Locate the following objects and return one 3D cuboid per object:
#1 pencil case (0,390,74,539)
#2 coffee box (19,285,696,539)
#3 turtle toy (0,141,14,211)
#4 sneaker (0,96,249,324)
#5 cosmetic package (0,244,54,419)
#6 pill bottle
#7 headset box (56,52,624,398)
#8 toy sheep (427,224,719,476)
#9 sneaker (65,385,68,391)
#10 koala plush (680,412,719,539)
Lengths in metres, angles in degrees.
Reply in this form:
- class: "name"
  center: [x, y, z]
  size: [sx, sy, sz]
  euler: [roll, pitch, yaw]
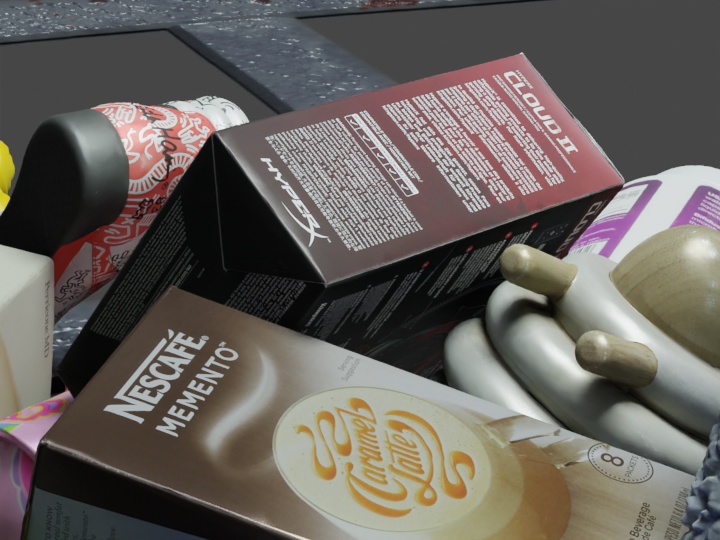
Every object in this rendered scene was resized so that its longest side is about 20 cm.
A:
- class: "pencil case"
  center: [-0.077, 0.076, 0.910]
  size: [0.087, 0.088, 0.200]
  euler: [22, 29, 33]
- class: "coffee box"
  center: [0.000, 0.094, 0.707]
  size: [0.199, 0.080, 0.114]
  euler: [19, 30, 9]
- class: "turtle toy"
  center: [-0.254, -0.060, 1.151]
  size: [0.145, 0.102, 0.200]
  euler: [0, 24, -12]
- class: "sneaker"
  center: [-0.121, -0.015, 1.008]
  size: [0.107, 0.201, 0.068]
  euler: [-12, 69, -35]
- class: "cosmetic package"
  center: [-0.196, 0.069, 0.873]
  size: [0.073, 0.104, 0.200]
  euler: [12, 26, 13]
- class: "pill bottle"
  center: [0.143, 0.019, 1.046]
  size: [0.112, 0.113, 0.200]
  euler: [13, 25, 17]
- class: "headset box"
  center: [0.000, 0.000, 0.856]
  size: [0.199, 0.149, 0.075]
  euler: [-19, 66, -44]
- class: "toy sheep"
  center: [0.078, 0.065, 0.821]
  size: [0.138, 0.200, 0.138]
  euler: [35, 18, -13]
- class: "sneaker"
  center: [-0.094, 0.035, 1.036]
  size: [0.084, 0.078, 0.200]
  euler: [-7, 16, 24]
- class: "koala plush"
  center: [0.207, 0.080, 0.717]
  size: [0.177, 0.185, 0.200]
  euler: [21, 7, 26]
